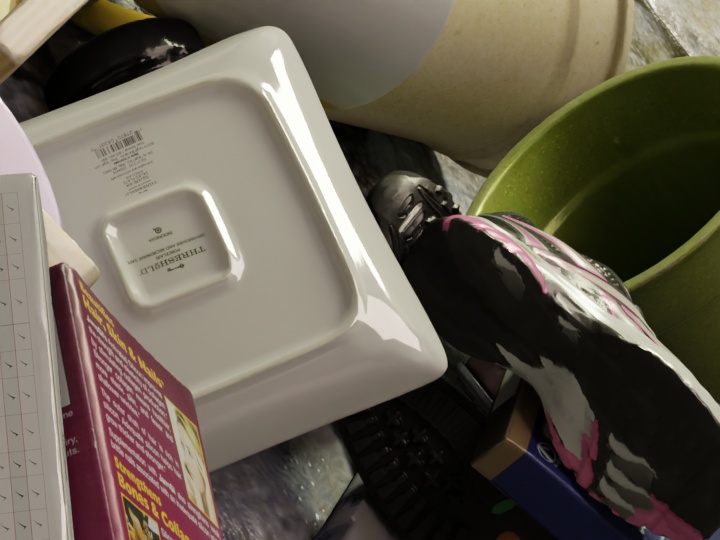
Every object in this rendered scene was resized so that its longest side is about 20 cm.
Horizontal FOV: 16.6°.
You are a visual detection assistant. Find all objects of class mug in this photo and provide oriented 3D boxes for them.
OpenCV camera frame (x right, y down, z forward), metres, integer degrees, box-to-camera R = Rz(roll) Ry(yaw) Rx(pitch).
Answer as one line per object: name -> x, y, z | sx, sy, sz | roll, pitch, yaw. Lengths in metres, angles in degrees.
mug -> -0.060, -0.160, 1.292 | 0.153, 0.187, 0.149 | 15, 30, -45

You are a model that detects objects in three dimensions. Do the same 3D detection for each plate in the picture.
plate -> -0.088, -0.005, 1.131 | 0.032, 0.199, 0.200 | 91, -25, -67

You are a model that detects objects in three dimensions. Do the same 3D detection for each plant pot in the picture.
plant pot -> 0.188, 0.015, 1.400 | 0.190, 0.200, 0.200 | 52, 26, -29
plant pot -> 0.027, -0.155, 1.460 | 0.183, 0.200, 0.201 | 0, 57, -41

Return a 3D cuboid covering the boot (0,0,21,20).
boot -> -0.240, -0.155, 1.181 | 0.155, 0.073, 0.200 | 32, 30, -22

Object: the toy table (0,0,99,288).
toy table -> -0.196, -0.052, 1.032 | 0.200, 0.117, 0.184 | 36, 68, -13

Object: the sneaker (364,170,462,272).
sneaker -> 0.000, 0.000, 1.270 | 0.079, 0.200, 0.074 | 35, 69, 9

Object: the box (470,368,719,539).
box -> 0.147, 0.122, 1.243 | 0.200, 0.032, 0.121 | 43, 31, -11

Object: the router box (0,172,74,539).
router box -> -0.195, 0.069, 0.882 | 0.179, 0.049, 0.200 | -5, 63, -6

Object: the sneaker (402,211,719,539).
sneaker -> 0.119, 0.038, 1.197 | 0.200, 0.080, 0.086 | 48, 31, 6

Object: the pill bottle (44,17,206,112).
pill bottle -> -0.080, -0.020, 1.214 | 0.112, 0.112, 0.200 | 3, 55, -53

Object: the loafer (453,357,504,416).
loafer -> 0.126, 0.096, 1.388 | 0.200, 0.063, 0.072 | 46, 5, -37

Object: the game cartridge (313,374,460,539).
game cartridge -> 0.046, 0.147, 1.291 | 0.130, 0.038, 0.200 | 45, 30, -5

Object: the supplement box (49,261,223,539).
supplement box -> -0.117, 0.121, 0.972 | 0.131, 0.103, 0.200 | 53, 19, -55

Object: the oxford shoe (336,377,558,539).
oxford shoe -> 0.061, 0.116, 1.262 | 0.200, 0.073, 0.084 | 47, 9, -9
